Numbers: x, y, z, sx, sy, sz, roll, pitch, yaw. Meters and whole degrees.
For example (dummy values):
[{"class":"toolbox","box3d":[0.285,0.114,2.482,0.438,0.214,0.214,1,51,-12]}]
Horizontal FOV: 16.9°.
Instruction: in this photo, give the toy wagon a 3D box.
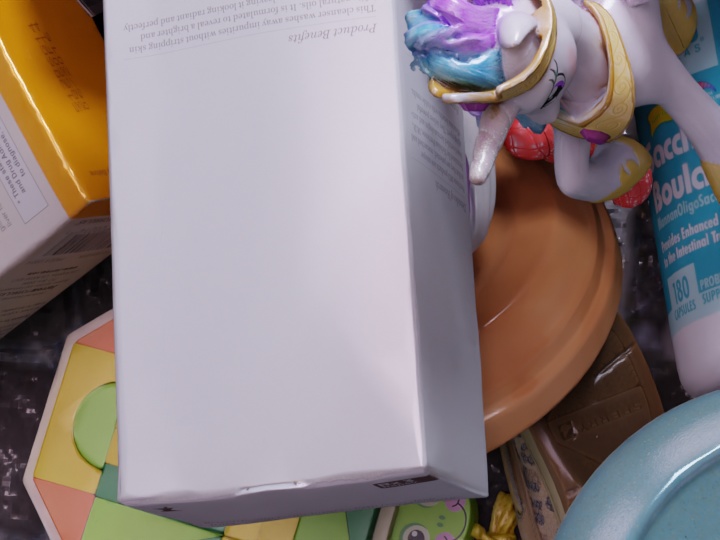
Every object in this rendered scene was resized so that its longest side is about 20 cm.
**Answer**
[{"class":"toy wagon","box3d":[-0.033,0.080,0.977,0.199,0.040,0.156,14,82,16]}]

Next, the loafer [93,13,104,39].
[{"class":"loafer","box3d":[-0.141,-0.090,1.032,0.201,0.068,0.070,55,135,8]}]

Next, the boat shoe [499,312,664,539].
[{"class":"boat shoe","box3d":[0.100,0.108,0.935,0.073,0.063,0.201,-11,77,-16]}]

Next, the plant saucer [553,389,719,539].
[{"class":"plant saucer","box3d":[0.159,0.132,0.832,0.199,0.027,0.201,2,74,-6]}]

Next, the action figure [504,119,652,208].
[{"class":"action figure","box3d":[0.056,-0.085,0.949,0.065,0.052,0.200,-25,43,-14]}]

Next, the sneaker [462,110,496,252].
[{"class":"sneaker","box3d":[-0.003,-0.082,0.939,0.075,0.100,0.200,-36,66,6]}]

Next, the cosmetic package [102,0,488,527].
[{"class":"cosmetic package","box3d":[-0.023,-0.017,0.836,0.112,0.081,0.201,-6,78,18]}]

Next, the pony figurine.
[{"class":"pony figurine","box3d":[0.086,-0.110,0.794,0.166,0.200,0.194,5,84,32]}]

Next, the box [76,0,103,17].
[{"class":"box","box3d":[-0.041,-0.198,0.922,0.199,0.036,0.143,-24,63,2]}]

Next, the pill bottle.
[{"class":"pill bottle","box3d":[0.160,-0.055,0.923,0.110,0.111,0.201,-11,75,11]}]

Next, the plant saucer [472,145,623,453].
[{"class":"plant saucer","box3d":[0.000,0.000,0.932,0.199,0.038,0.201,-9,40,7]}]

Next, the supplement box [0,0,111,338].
[{"class":"supplement box","box3d":[-0.182,-0.029,0.978,0.200,0.073,0.126,-35,78,27]}]
